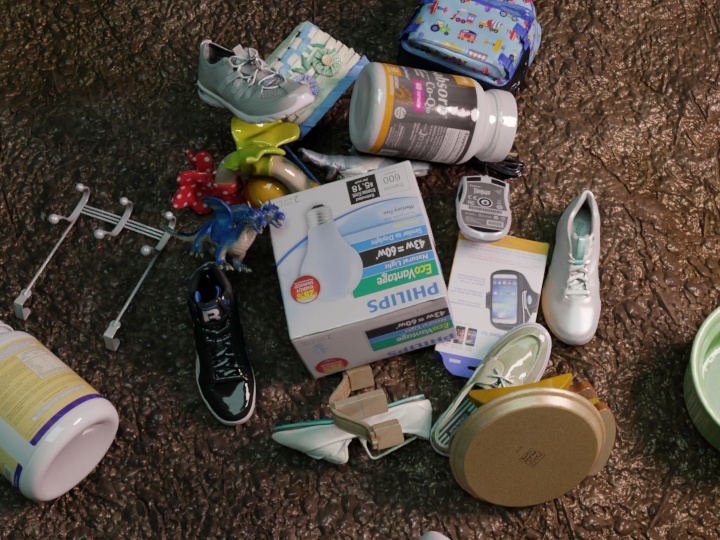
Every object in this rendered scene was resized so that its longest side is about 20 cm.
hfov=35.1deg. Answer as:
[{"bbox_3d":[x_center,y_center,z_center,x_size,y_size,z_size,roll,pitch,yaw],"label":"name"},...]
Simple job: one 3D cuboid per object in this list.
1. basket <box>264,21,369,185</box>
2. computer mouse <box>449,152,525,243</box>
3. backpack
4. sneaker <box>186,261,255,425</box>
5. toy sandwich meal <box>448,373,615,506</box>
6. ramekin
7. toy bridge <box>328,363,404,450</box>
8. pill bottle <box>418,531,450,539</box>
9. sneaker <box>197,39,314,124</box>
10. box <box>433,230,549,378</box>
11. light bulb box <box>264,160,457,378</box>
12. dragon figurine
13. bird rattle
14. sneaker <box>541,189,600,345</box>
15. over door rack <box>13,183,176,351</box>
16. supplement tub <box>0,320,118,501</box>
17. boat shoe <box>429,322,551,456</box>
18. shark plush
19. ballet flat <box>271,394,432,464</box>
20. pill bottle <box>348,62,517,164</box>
[{"bbox_3d":[-0.052,-0.217,1.539,0.200,0.139,0.177,42,71,-18],"label":"basket"},{"bbox_3d":[0.158,-0.095,1.493,0.109,0.044,0.200,11,43,1],"label":"computer mouse"},{"bbox_3d":[0.163,-0.335,1.577,0.182,0.135,0.200,26,67,12],"label":"backpack"},{"bbox_3d":[-0.181,0.086,1.412,0.073,0.112,0.201,-13,66,-3],"label":"sneaker"},{"bbox_3d":[0.199,0.194,1.332,0.204,0.206,0.070,-9,36,-2],"label":"toy sandwich meal"},{"bbox_3d":[0.488,0.137,1.372,0.199,0.098,0.201,-1,66,1],"label":"ramekin"},{"bbox_3d":[-0.001,0.162,1.341,0.067,0.200,0.027,-14,108,-6],"label":"toy bridge"},{"bbox_3d":[0.051,0.397,1.265,0.111,0.111,0.200,40,73,18],"label":"pill bottle"},{"bbox_3d":[-0.141,-0.237,1.412,0.200,0.082,0.075,19,41,38],"label":"sneaker"},{"bbox_3d":[0.166,0.050,1.456,0.119,0.042,0.201,12,69,7],"label":"box"},{"bbox_3d":[0.000,0.000,1.418,0.198,0.125,0.201,-16,61,4],"label":"light bulb box"},{"bbox_3d":[-0.170,-0.059,1.424,0.200,0.059,0.100,24,101,46],"label":"dragon figurine"},{"bbox_3d":[-0.145,-0.110,1.482,0.163,0.200,0.113,35,41,-20],"label":"bird rattle"},{"bbox_3d":[0.275,-0.008,1.450,0.075,0.089,0.201,5,66,3],"label":"sneaker"},{"bbox_3d":[-0.347,-0.012,1.487,0.147,0.067,0.201,18,68,11],"label":"over door rack"},{"bbox_3d":[-0.408,0.164,1.368,0.200,0.146,0.145,37,72,17],"label":"supplement tub"},{"bbox_3d":[0.161,0.146,1.370,0.072,0.062,0.200,39,85,7],"label":"boat shoe"},{"bbox_3d":[-0.003,-0.133,1.493,0.199,0.091,0.083,-6,56,-30],"label":"shark plush"},{"bbox_3d":[-0.006,0.202,1.385,0.199,0.069,0.070,-12,66,-5],"label":"ballet flat"},{"bbox_3d":[0.093,-0.199,1.469,0.199,0.116,0.117,5,65,-17],"label":"pill bottle"}]
